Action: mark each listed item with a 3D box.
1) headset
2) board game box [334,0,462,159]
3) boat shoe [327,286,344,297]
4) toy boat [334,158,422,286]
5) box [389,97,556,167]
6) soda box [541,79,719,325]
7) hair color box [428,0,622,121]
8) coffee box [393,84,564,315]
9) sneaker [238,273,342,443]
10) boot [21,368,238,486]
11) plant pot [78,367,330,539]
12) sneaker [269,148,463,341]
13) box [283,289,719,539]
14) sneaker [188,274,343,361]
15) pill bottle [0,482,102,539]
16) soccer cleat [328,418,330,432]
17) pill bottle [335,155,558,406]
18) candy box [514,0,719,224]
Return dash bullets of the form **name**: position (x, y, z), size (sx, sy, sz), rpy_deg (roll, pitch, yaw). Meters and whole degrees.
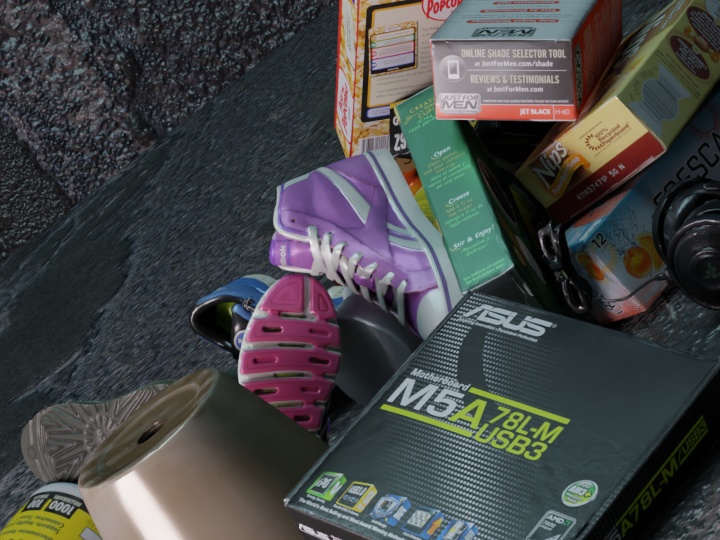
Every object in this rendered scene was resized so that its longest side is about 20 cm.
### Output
- **headset**: position (0.219, -0.029, 1.372), size (0.200, 0.094, 0.124), rpy_deg (-26, 15, 7)
- **board game box**: position (0.060, -0.179, 1.688), size (0.151, 0.200, 0.046), rpy_deg (-11, 53, -12)
- **boat shoe**: position (-0.008, 0.044, 1.768), size (0.200, 0.069, 0.074), rpy_deg (-22, 22, 50)
- **toy boat**: position (0.049, -0.066, 1.810), size (0.200, 0.131, 0.131), rpy_deg (-25, 11, 31)
- **box**: position (0.147, -0.113, 1.667), size (0.200, 0.049, 0.160), rpy_deg (3, -5, -28)
- **soda box**: position (0.218, -0.054, 1.494), size (0.200, 0.068, 0.064), rpy_deg (-46, 9, -25)
- **hair color box**: position (0.121, -0.165, 1.515), size (0.101, 0.061, 0.200), rpy_deg (2, 22, 17)
- **coffee box**: position (0.087, -0.026, 1.482), size (0.044, 0.123, 0.200), rpy_deg (-28, 45, 10)
- **sneaker**: position (-0.055, 0.103, 1.544), size (0.074, 0.200, 0.087), rpy_deg (1, -2, -7)
- **boot**: position (-0.153, 0.117, 1.741), size (0.182, 0.073, 0.200), rpy_deg (-13, 3, 25)
- **plant pot**: position (-0.082, 0.164, 1.378), size (0.200, 0.174, 0.200), rpy_deg (-35, 15, 11)
- **sneaker**: position (0.000, 0.000, 1.501), size (0.114, 0.073, 0.201), rpy_deg (-15, 42, -16)
- **box**: position (0.086, 0.107, 1.240), size (0.200, 0.048, 0.193), rpy_deg (17, 55, 43)
- **sneaker**: position (-0.057, 0.056, 1.713), size (0.200, 0.079, 0.089), rpy_deg (11, 18, 39)
- **pill bottle**: position (-0.255, 0.264, 1.626), size (0.112, 0.112, 0.200), rpy_deg (-26, 19, 43)
- **soccer cleat**: position (-0.102, 0.161, 1.692), size (0.073, 0.068, 0.200), rpy_deg (-12, -18, -45)
- **pill bottle**: position (0.058, 0.011, 1.614), size (0.114, 0.114, 0.200), rpy_deg (-23, 22, 49)
- **candy box**: position (0.200, -0.126, 1.515), size (0.115, 0.055, 0.200), rpy_deg (-37, 8, 46)
